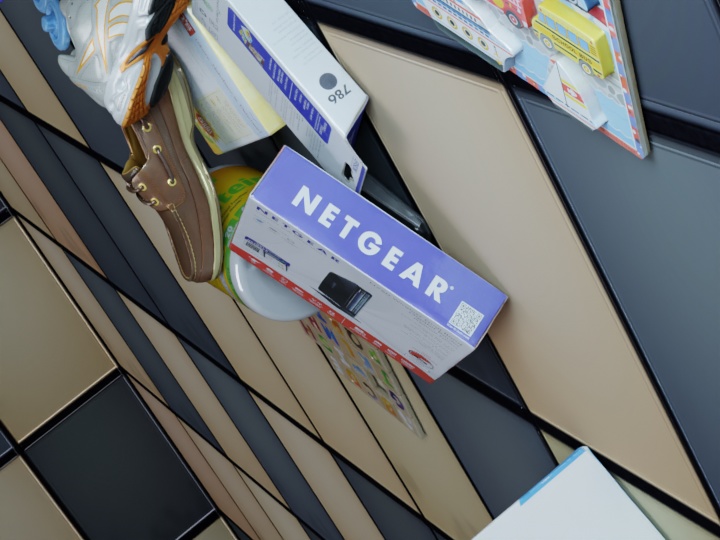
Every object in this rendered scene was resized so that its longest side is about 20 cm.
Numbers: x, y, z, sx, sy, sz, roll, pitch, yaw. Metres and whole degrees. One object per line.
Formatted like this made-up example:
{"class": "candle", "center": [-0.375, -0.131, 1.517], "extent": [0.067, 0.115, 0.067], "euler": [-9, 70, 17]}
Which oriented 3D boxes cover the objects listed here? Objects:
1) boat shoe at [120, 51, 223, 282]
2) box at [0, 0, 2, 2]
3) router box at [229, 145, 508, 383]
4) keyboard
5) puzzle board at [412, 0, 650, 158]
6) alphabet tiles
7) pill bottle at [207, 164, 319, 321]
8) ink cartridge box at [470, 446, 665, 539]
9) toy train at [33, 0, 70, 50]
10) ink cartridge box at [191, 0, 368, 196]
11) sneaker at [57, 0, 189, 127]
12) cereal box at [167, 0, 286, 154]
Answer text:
{"class": "boat shoe", "center": [-0.166, -0.082, 1.509], "extent": [0.072, 0.067, 0.200], "euler": [17, 124, 62]}
{"class": "box", "center": [-0.240, -0.314, 1.207], "extent": [0.105, 0.184, 0.200], "euler": [35, 159, 44]}
{"class": "router box", "center": [0.000, 0.000, 1.391], "extent": [0.200, 0.049, 0.180], "euler": [34, 166, 0]}
{"class": "keyboard", "center": [0.008, -0.028, 1.455], "extent": [0.127, 0.021, 0.200], "euler": [35, 161, 15]}
{"class": "puzzle board", "center": [0.071, -0.153, 0.969], "extent": [0.200, 0.017, 0.151], "euler": [41, 162, 39]}
{"class": "alphabet tiles", "center": [-0.020, 0.070, 1.828], "extent": [0.200, 0.008, 0.167], "euler": [35, 159, 48]}
{"class": "pill bottle", "center": [-0.100, -0.032, 1.610], "extent": [0.200, 0.111, 0.111], "euler": [27, 152, 58]}
{"class": "ink cartridge box", "center": [0.154, 0.243, 1.460], "extent": [0.125, 0.128, 0.200], "euler": [49, 167, 10]}
{"class": "toy train", "center": [-0.234, -0.265, 1.482], "extent": [0.200, 0.087, 0.114], "euler": [56, 149, 38]}
{"class": "ink cartridge box", "center": [-0.049, -0.143, 1.327], "extent": [0.200, 0.039, 0.099], "euler": [51, 166, 7]}
{"class": "sneaker", "center": [-0.181, -0.203, 1.362], "extent": [0.092, 0.076, 0.200], "euler": [31, 128, 10]}
{"class": "cereal box", "center": [-0.123, -0.169, 1.489], "extent": [0.144, 0.040, 0.200], "euler": [56, 165, -9]}
